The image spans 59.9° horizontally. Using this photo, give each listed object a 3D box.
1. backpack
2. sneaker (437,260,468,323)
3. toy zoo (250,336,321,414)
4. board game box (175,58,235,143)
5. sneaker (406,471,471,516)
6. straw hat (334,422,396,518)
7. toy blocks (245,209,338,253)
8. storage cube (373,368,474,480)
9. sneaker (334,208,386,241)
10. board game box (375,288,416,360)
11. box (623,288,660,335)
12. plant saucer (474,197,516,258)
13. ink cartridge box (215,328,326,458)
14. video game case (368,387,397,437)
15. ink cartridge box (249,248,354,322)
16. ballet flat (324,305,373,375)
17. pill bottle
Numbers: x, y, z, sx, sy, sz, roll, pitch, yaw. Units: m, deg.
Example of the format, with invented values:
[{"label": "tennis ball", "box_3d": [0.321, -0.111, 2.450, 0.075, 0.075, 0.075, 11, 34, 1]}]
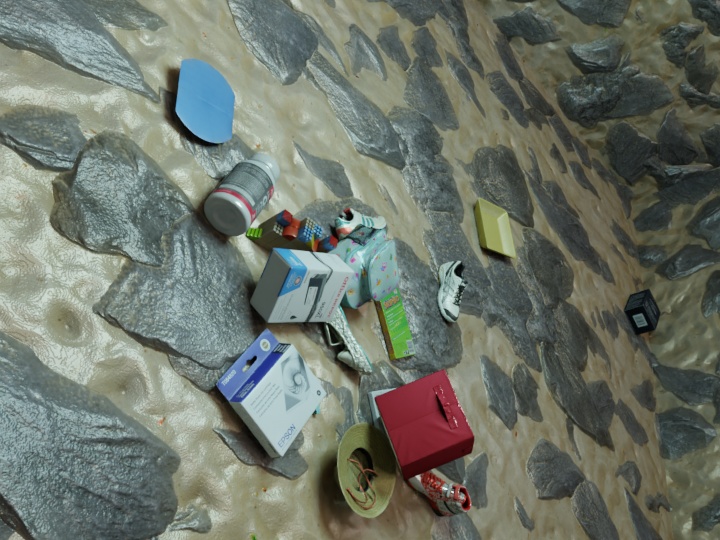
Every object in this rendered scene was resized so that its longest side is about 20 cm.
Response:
[{"label": "backpack", "box_3d": [0.000, 0.000, 1.574, 0.199, 0.152, 0.178, -33, 129, -35]}, {"label": "sneaker", "box_3d": [0.292, 0.060, 1.947, 0.075, 0.087, 0.202, 23, 57, -42]}, {"label": "toy zoo", "box_3d": [-0.159, 0.259, 1.383, 0.200, 0.020, 0.132, 46, 43, -23]}, {"label": "board game box", "box_3d": [-0.368, -0.387, 1.454, 0.157, 0.039, 0.203, 23, 61, -47]}, {"label": "sneaker", "box_3d": [0.199, 0.544, 1.582, 0.202, 0.107, 0.067, 52, 41, -17]}, {"label": "straw hat", "box_3d": [-0.013, 0.451, 1.404, 0.200, 0.085, 0.203, 25, 53, -38]}, {"label": "toy blocks", "box_3d": [-0.147, -0.072, 1.469, 0.199, 0.136, 0.101, 36, 48, -31]}, {"label": "storage cube", "box_3d": [0.148, 0.363, 1.454, 0.201, 0.178, 0.172, 78, -10, -62]}, {"label": "sneaker", "box_3d": [-0.001, -0.136, 1.720, 0.199, 0.070, 0.094, -32, 102, -48]}, {"label": "board game box", "box_3d": [0.093, 0.141, 1.726, 0.095, 0.030, 0.202, -2, 76, -50]}, {"label": "box", "box_3d": [1.427, 0.208, 3.159, 0.200, 0.104, 0.149, -36, 99, -51]}, {"label": "plant saucer", "box_3d": [0.488, -0.147, 2.305, 0.199, 0.048, 0.202, 16, 60, -45]}, {"label": "ink cartridge box", "box_3d": [-0.180, 0.250, 1.314, 0.201, 0.040, 0.200, 55, 40, -14]}, {"label": "video game case", "box_3d": [0.104, 0.379, 1.627, 0.199, 0.018, 0.145, 4, 68, -48]}, {"label": "ink cartridge box", "box_3d": [-0.129, 0.037, 1.419, 0.199, 0.146, 0.084, 4, 29, -48]}, {"label": "ballet flat", "box_3d": [-0.042, 0.179, 1.536, 0.072, 0.071, 0.202, -31, 93, -51]}, {"label": "pill bottle", "box_3d": [-0.260, -0.180, 1.415, 0.111, 0.110, 0.201, 48, 43, -21]}]
